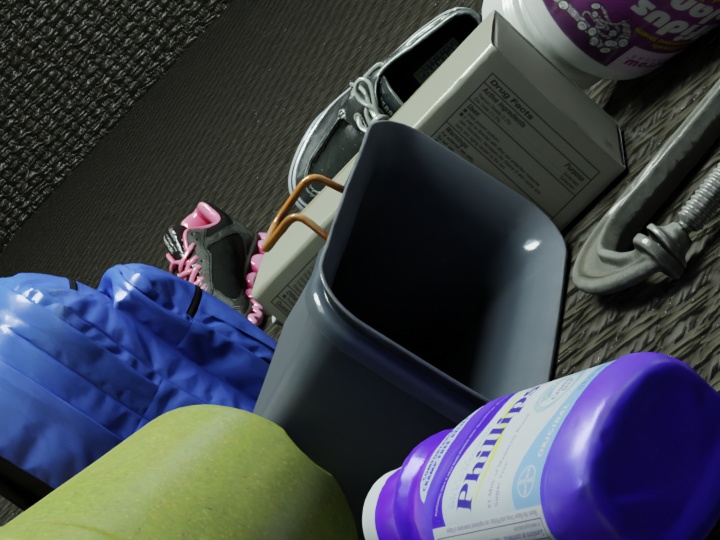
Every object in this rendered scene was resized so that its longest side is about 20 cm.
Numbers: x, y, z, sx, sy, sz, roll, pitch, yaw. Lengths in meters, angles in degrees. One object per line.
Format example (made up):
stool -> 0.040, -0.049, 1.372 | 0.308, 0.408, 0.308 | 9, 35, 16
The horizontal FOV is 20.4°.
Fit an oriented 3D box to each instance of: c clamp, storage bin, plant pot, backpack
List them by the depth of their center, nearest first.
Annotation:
plant pot -> -0.092, 0.160, 0.891 | 0.200, 0.201, 0.184 | -41, 3, 34
c clamp -> 0.172, -0.062, 0.921 | 0.200, 0.027, 0.171 | -49, 13, 3
storage bin -> 0.004, 0.036, 1.003 | 0.135, 0.145, 0.200 | -54, 9, 28
backpack -> -0.153, 0.076, 1.199 | 0.169, 0.199, 0.162 | -64, 13, -11

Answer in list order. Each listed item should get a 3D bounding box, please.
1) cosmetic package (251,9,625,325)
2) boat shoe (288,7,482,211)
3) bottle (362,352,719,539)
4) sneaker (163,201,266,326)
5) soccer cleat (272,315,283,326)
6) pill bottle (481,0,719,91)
cosmetic package -> 0.042, -0.033, 1.114 | 0.200, 0.103, 0.073 | -44, 13, 19
boat shoe -> 0.021, -0.117, 1.490 | 0.199, 0.074, 0.068 | -40, -1, 5
bottle -> 0.064, 0.087, 0.780 | 0.084, 0.065, 0.200 | -54, 13, -26
sneaker -> -0.123, 0.010, 1.574 | 0.079, 0.095, 0.200 | -42, 16, 23
soccer cleat -> 0.000, 0.000, 1.249 | 0.085, 0.068, 0.200 | -49, 8, 25
pill bottle -> 0.157, -0.174, 1.100 | 0.200, 0.112, 0.113 | -36, 19, 49
